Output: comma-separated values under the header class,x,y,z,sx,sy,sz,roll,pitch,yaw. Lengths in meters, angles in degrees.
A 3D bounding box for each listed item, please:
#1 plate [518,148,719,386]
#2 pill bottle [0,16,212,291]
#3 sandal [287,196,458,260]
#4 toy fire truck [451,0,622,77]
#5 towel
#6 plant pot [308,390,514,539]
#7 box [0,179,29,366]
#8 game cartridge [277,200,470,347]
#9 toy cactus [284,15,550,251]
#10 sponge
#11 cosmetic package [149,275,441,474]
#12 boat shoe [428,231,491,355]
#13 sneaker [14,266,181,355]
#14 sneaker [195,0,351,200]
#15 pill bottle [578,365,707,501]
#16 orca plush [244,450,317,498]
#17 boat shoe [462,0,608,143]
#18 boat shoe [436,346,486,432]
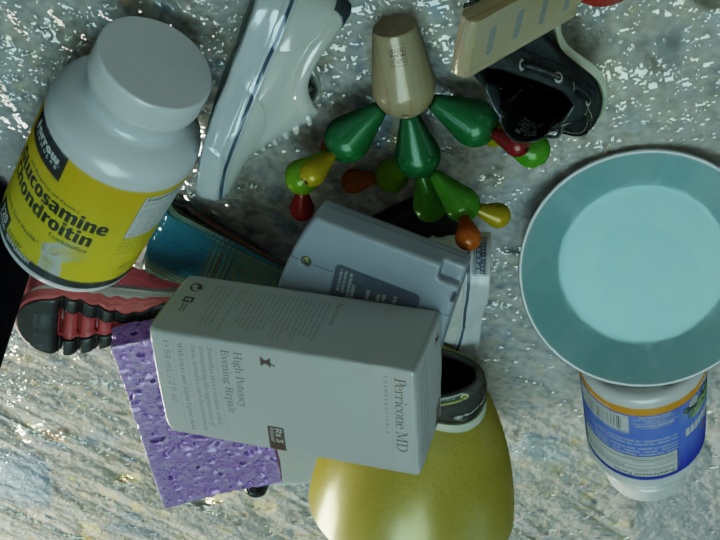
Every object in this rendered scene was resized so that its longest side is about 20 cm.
class,x,y,z,sx,sy,sz,roll,pitch,yaw
plate,0.225,-0.002,0.864,0.197,0.026,0.203,3,111,8
pill bottle,-0.181,-0.081,0.775,0.111,0.113,0.200,21,137,-20
sandal,0.000,-0.001,0.908,0.199,0.048,0.075,-30,129,34
toy fire truck,0.099,-0.206,0.541,0.127,0.202,0.177,-8,139,12
towel,-0.129,0.031,0.954,0.145,0.022,0.201,29,138,-4
plant pot,0.055,0.159,1.009,0.197,0.201,0.144,5,116,-2
box,-0.373,0.035,0.856,0.195,0.202,0.124,-25,132,30
game cartridge,-0.002,0.044,0.823,0.132,0.042,0.202,24,131,11
toy cactus,0.032,-0.095,0.774,0.197,0.103,0.166,0,131,17
sponge,-0.134,0.119,0.918,0.110,0.030,0.202,-10,129,-4
cosmetic package,-0.044,0.074,0.790,0.197,0.074,0.103,8,127,17
boat shoe,0.066,0.021,0.885,0.069,0.072,0.200,3,163,3
sneaker,-0.183,0.023,0.907,0.197,0.087,0.074,8,127,-17
sneaker,-0.065,-0.116,0.757,0.070,0.074,0.201,18,138,-12
pill bottle,0.260,0.127,0.993,0.111,0.113,0.201,-7,139,12
orca plush,-0.115,0.168,1.095,0.071,0.106,0.199,28,-172,36
boat shoe,0.111,-0.118,0.702,0.074,0.067,0.199,15,171,23
boat shoe,0.008,0.087,0.920,0.198,0.072,0.061,6,144,9
